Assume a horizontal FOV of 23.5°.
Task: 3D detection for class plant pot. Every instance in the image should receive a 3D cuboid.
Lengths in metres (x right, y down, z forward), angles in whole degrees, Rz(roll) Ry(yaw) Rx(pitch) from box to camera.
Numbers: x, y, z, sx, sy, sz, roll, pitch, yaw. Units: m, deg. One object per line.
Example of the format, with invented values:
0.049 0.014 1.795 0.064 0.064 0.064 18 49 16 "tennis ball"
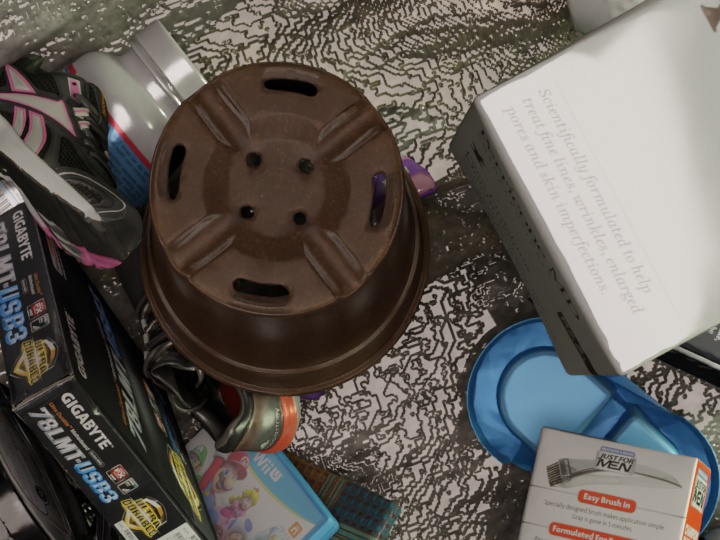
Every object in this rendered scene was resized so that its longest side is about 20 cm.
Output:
-0.048 -0.031 1.084 0.198 0.198 0.202 0 81 -2 "plant pot"

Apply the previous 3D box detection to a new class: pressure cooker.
-0.264 0.182 1.185 0.199 0.179 0.177 -33 104 0 "pressure cooker"

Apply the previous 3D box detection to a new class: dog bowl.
0.164 0.118 1.238 0.200 0.050 0.112 42 94 1 "dog bowl"

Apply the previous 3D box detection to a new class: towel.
-0.067 0.227 1.192 0.022 0.146 0.201 44 72 -41 "towel"

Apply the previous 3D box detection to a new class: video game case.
-0.123 0.202 1.214 0.200 0.018 0.143 -44 47 0 "video game case"

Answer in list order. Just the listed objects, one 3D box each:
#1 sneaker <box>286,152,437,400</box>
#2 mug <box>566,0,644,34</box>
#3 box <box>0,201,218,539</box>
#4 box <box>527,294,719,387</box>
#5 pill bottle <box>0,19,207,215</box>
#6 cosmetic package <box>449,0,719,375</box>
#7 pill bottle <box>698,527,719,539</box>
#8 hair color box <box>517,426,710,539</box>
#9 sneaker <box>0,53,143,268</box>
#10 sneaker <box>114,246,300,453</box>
0.000 0.000 1.234 0.088 0.080 0.202 16 92 -16 "sneaker"
0.217 -0.254 1.210 0.174 0.148 0.202 -15 59 7 "mug"
-0.171 0.082 1.132 0.049 0.200 0.199 -28 128 0 "box"
0.231 0.005 1.166 0.195 0.200 0.125 26 89 1 "box"
-0.194 -0.081 1.217 0.199 0.109 0.109 -39 89 0 "pill bottle"
0.161 -0.049 0.968 0.164 0.200 0.166 -28 87 -2 "cosmetic package"
0.249 0.253 1.206 0.200 0.113 0.113 -43 89 0 "pill bottle"
0.157 0.216 1.149 0.110 0.064 0.202 10 80 23 "hair color box"
-0.192 -0.085 1.105 0.086 0.081 0.200 -39 54 -15 "sneaker"
-0.120 0.044 1.203 0.200 0.082 0.077 50 120 20 "sneaker"
